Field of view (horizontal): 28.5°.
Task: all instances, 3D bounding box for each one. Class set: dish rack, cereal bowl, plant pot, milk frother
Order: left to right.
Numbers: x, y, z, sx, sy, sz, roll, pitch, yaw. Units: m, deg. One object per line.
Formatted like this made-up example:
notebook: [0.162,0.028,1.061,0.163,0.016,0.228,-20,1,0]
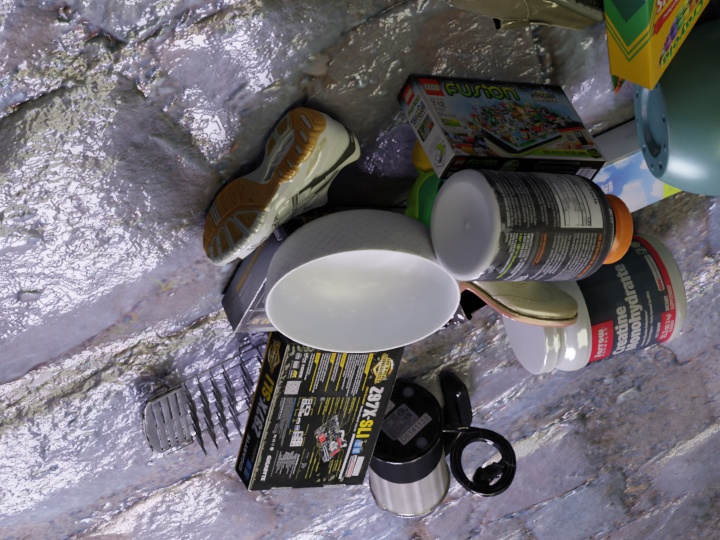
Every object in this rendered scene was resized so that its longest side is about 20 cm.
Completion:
dish rack: [-0.162,0.162,1.688,0.199,0.055,0.154,-25,148,-15]
cereal bowl: [0.000,0.000,1.439,0.198,0.084,0.201,-3,148,-2]
milk frother: [0.104,0.262,1.895,0.179,0.201,0.189,-25,149,-8]
plant pot: [0.378,-0.168,1.481,0.159,0.202,0.201,-9,147,-2]

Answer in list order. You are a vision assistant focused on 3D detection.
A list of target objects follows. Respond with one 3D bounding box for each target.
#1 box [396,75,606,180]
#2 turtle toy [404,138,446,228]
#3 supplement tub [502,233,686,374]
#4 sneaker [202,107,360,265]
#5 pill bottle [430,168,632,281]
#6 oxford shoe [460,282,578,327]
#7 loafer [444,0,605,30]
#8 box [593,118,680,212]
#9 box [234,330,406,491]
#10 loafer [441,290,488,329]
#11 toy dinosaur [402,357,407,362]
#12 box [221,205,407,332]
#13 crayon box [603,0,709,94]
box: [0.143,-0.140,1.426,0.198,0.111,0.035,-1,141,-34]
turtle toy: [0.133,-0.071,1.491,0.198,0.101,0.147,-13,128,-28]
supplement tub: [0.289,0.043,1.762,0.198,0.141,0.141,-16,147,-16]
sneaker: [-0.076,-0.070,1.406,0.087,0.076,0.200,13,132,-45]
pill bottle: [0.174,-0.042,1.384,0.198,0.107,0.106,1,140,-36]
oxford shoe: [0.167,0.004,1.621,0.198,0.071,0.074,22,115,-10]
loafer: [0.147,-0.260,1.304,0.199,0.076,0.070,9,148,-39]
box: [0.335,-0.128,1.636,0.198,0.048,0.122,-24,147,-3]
box: [-0.048,0.160,1.653,0.158,0.049,0.202,1,117,-32]
loafer: [0.127,0.029,1.700,0.199,0.063,0.072,-36,146,16]
toy dinosaur: [-0.015,0.122,1.748,0.199,0.058,0.102,-35,158,-36]
box: [-0.034,-0.001,1.560,0.198,0.049,0.159,-1,140,-34]
crayon box: [0.283,-0.265,1.348,0.127,0.050,0.200,-56,154,-17]
